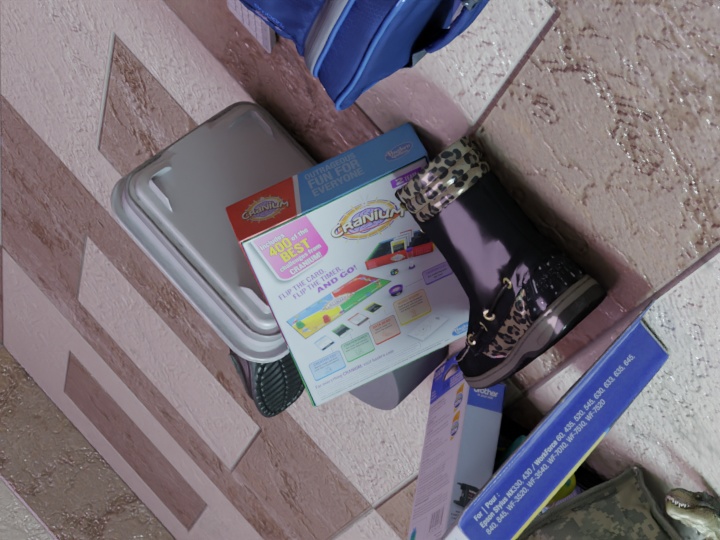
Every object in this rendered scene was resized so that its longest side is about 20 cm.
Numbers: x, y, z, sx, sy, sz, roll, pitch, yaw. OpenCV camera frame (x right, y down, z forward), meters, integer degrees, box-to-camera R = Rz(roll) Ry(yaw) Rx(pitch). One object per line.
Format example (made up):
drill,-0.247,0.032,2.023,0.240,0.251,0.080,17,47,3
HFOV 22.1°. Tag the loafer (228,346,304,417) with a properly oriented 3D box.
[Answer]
loafer,-0.108,0.069,1.930,0.071,0.073,0.201,39,152,42

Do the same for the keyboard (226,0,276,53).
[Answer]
keyboard,-0.086,-0.233,1.352,0.056,0.011,0.201,43,161,19

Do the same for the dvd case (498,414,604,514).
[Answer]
dvd case,0.175,0.199,1.604,0.199,0.018,0.143,33,155,41

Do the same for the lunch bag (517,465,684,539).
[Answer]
lunch bag,0.167,0.276,1.462,0.118,0.198,0.165,60,176,46

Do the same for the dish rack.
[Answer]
dish rack,-0.085,-0.042,1.489,0.200,0.171,0.044,46,150,12

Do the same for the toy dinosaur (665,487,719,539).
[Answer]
toy dinosaur,0.278,0.252,1.377,0.047,0.088,0.201,-6,129,38

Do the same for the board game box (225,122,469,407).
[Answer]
board game box,0.000,0.000,1.393,0.201,0.152,0.040,69,175,-46

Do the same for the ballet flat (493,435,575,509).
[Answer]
ballet flat,0.128,0.183,1.562,0.067,0.067,0.200,27,162,-8

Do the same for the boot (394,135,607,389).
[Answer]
boot,0.085,-0.004,1.326,0.154,0.073,0.204,51,158,3

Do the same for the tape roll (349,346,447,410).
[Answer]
tape roll,-0.015,0.026,1.619,0.200,0.066,0.201,42,160,19

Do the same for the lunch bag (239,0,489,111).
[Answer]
lunch bag,0.019,-0.185,1.007,0.132,0.136,0.200,47,161,2

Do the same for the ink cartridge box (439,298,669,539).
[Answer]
ink cartridge box,0.131,0.128,1.276,0.047,0.198,0.200,43,162,5

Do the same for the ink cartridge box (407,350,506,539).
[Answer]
ink cartridge box,0.079,0.169,1.544,0.041,0.202,0.119,12,160,-11
